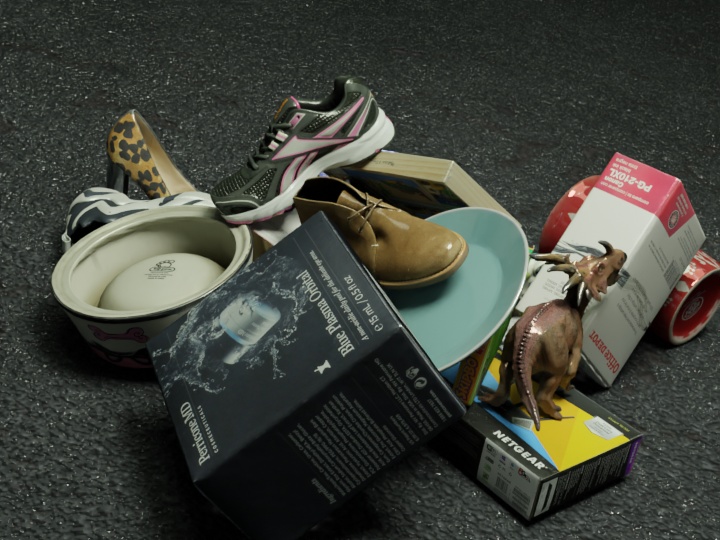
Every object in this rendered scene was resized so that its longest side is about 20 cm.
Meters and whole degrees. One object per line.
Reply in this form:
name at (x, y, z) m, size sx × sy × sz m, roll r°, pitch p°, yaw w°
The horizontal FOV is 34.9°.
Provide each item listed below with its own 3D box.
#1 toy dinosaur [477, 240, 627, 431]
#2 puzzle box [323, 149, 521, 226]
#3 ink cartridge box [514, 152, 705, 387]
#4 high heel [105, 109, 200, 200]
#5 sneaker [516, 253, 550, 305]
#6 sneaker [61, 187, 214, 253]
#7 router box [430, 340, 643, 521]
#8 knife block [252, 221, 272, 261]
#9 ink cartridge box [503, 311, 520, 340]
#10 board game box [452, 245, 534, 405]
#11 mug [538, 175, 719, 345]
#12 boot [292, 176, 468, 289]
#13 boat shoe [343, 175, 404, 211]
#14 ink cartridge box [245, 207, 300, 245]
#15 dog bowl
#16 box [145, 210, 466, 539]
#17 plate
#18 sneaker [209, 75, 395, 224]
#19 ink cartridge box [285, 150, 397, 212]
toy dinosaur at (0.171, 0.054, 1.054) m, size 0.085 × 0.136 × 0.200 m, roll 22°, pitch 36°, yaw 14°
puzzle box at (0.055, -0.081, 1.191) m, size 0.199 × 0.026 × 0.133 m, roll 14°, pitch -16°, yaw 46°
ink cartridge box at (0.266, 0.003, 1.206) m, size 0.084 × 0.201 × 0.145 m, roll 30°, pitch -7°, yaw 35°
high heel at (-0.199, -0.106, 1.331) m, size 0.198 × 0.144 × 0.072 m, roll 9°, pitch 27°, yaw -6°
sneaker at (0.182, -0.002, 1.284) m, size 0.198 × 0.078 × 0.080 m, roll 0°, pitch 35°, yaw -14°
sneaker at (-0.234, -0.034, 1.252) m, size 0.197 × 0.080 × 0.130 m, roll 12°, pitch 28°, yaw 0°
router box at (0.143, 0.142, 1.093) m, size 0.148 × 0.051 × 0.200 m, roll -13°, pitch 34°, yaw -39°
knife block at (-0.084, 0.016, 1.225) m, size 0.199 × 0.064 × 0.175 m, roll 29°, pitch 30°, yaw 23°
ink cartridge box at (0.106, 0.039, 1.308) m, size 0.159 × 0.047 × 0.201 m, roll 13°, pitch 44°, yaw 0°
board game box at (0.132, 0.045, 1.116) m, size 0.030 × 0.096 × 0.200 m, roll 21°, pitch 25°, yaw 13°
mug at (0.319, 0.008, 1.385) m, size 0.200 × 0.178 × 0.133 m, roll 39°, pitch 1°, yaw 35°
boot at (0.011, -0.038, 1.065) m, size 0.199 × 0.076 × 0.074 m, roll 16°, pitch 58°, yaw 42°
boat shoe at (0.047, -0.025, 1.150) m, size 0.199 × 0.063 × 0.072 m, roll 35°, pitch 32°, yaw 22°
ink cartridge box at (0.000, 0.000, 1.186) m, size 0.199 × 0.045 × 0.176 m, roll 35°, pitch 32°, yaw 22°
dog bowl at (-0.196, 0.017, 1.123) m, size 0.198 × 0.074 × 0.201 m, roll -8°, pitch 32°, yaw 5°
box at (-0.052, 0.087, 0.946) m, size 0.200 × 0.118 × 0.197 m, roll -37°, pitch 36°, yaw 1°
plate at (0.067, 0.025, 1.033) m, size 0.199 × 0.026 × 0.201 m, roll -24°, pitch 37°, yaw 20°
sneaker at (-0.069, -0.129, 1.146) m, size 0.199 × 0.087 × 0.080 m, roll -34°, pitch 33°, yaw -9°
ink cartridge box at (-0.032, -0.106, 1.376) m, size 0.135 × 0.077 × 0.200 m, roll 7°, pitch -6°, yaw -7°
